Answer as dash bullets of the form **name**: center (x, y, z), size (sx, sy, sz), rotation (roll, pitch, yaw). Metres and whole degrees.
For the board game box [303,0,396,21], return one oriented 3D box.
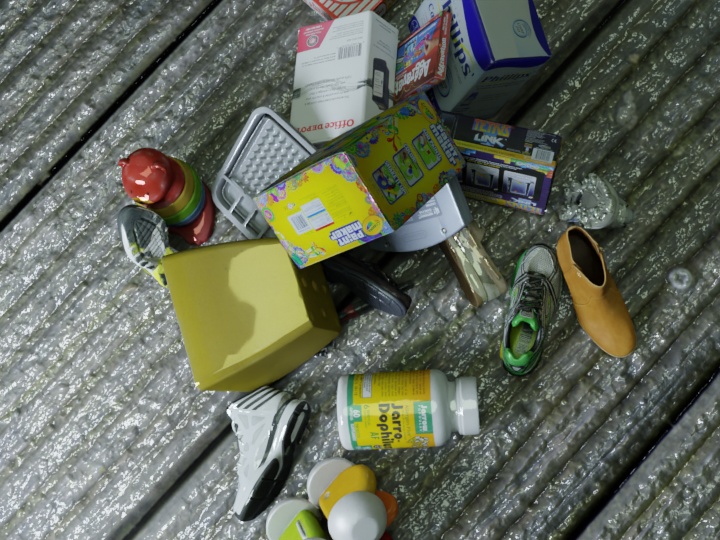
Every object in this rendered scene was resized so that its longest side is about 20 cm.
- **board game box**: center (0.002, -0.497, 1.528), size (0.151, 0.046, 0.200), rotation (43, 87, 14)

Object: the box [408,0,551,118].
- **box**: center (0.172, -0.348, 1.387), size (0.105, 0.200, 0.184), rotation (-10, 76, -22)

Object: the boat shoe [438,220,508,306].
- **boat shoe**: center (0.159, -0.046, 1.407), size (0.065, 0.072, 0.200), rotation (-24, 79, -7)

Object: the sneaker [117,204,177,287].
- **sneaker**: center (-0.336, -0.041, 1.410), size (0.085, 0.200, 0.075), rotation (29, 69, 23)

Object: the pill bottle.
- **pill bottle**: center (0.071, 0.202, 1.344), size (0.200, 0.113, 0.113), rotation (-4, 78, 7)

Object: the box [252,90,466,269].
- **box**: center (-0.001, -0.122, 1.250), size (0.193, 0.200, 0.122), rotation (-43, 106, -40)

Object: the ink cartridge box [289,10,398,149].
- **ink cartridge box**: center (-0.026, -0.286, 1.445), size (0.145, 0.084, 0.200), rotation (-3, 77, 36)

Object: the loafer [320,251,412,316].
- **loafer**: center (0.000, 0.000, 1.408), size (0.200, 0.072, 0.063), rotation (27, 64, 26)

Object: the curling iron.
- **curling iron**: center (-0.004, 0.070, 1.428), size (0.200, 0.026, 0.050), rotation (-33, 97, -5)

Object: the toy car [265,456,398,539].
- **toy car**: center (-0.031, 0.379, 1.316), size (0.200, 0.175, 0.150), rotation (-44, 113, -3)

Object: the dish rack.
- **dish rack**: center (-0.132, -0.138, 1.437), size (0.172, 0.044, 0.200), rotation (44, 123, 14)

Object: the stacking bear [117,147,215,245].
- **stacking bear**: center (-0.304, -0.125, 1.415), size (0.121, 0.200, 0.114), rotation (13, 79, 10)

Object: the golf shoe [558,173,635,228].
- **golf shoe**: center (0.355, -0.093, 1.324), size (0.097, 0.200, 0.078), rotation (14, 98, -1)

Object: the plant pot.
- **plant pot**: center (-0.143, 0.054, 1.343), size (0.176, 0.200, 0.200), rotation (-21, 76, 14)

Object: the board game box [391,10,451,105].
- **board game box**: center (0.080, -0.312, 1.411), size (0.019, 0.200, 0.103), rotation (10, 79, -22)

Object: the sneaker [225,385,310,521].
- **sneaker**: center (-0.163, 0.269, 1.396), size (0.115, 0.076, 0.201), rotation (24, 87, 28)

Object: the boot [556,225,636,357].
- **boot**: center (0.339, 0.034, 1.321), size (0.071, 0.144, 0.201), rotation (-28, 82, 5)

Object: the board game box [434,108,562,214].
- **board game box**: center (0.190, -0.160, 1.372), size (0.200, 0.165, 0.057), rotation (14, 73, 10)

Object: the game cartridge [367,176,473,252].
- **game cartridge**: center (0.073, -0.097, 1.373), size (0.200, 0.040, 0.134), rotation (-12, 101, 46)

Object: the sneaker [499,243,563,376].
- **sneaker**: center (0.256, 0.056, 1.362), size (0.078, 0.085, 0.200), rotation (10, 79, 10)
